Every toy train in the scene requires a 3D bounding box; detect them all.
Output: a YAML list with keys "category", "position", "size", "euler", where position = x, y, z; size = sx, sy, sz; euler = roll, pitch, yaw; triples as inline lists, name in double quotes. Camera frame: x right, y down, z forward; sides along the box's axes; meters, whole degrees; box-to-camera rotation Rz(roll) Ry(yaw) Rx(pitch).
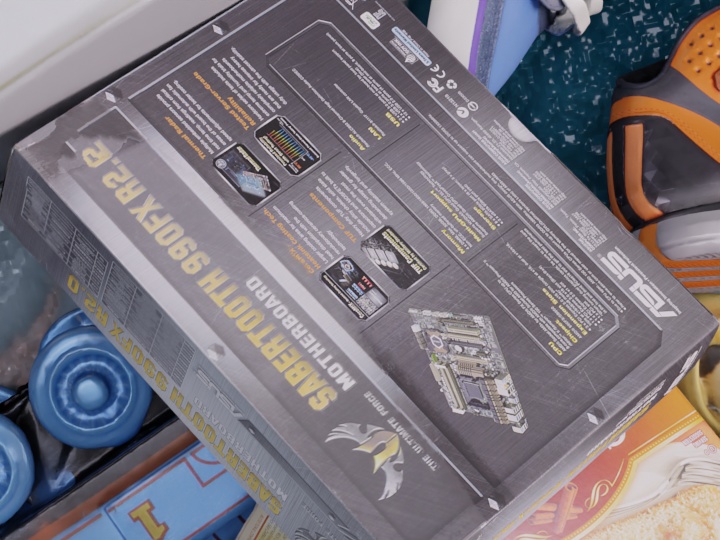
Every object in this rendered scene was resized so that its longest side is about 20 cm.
- category: "toy train"
  position: [-0.082, 0.068, 0.831]
  size: [0.200, 0.087, 0.114]
  euler: [-34, 99, -1]

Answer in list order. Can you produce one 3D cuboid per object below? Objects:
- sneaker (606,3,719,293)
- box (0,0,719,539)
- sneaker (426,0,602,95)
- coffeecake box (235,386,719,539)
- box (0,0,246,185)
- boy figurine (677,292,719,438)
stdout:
- category: "sneaker"
  position: [0.188, -0.055, 0.825]
  size: [0.199, 0.078, 0.113]
  euler: [-1, 72, -15]
- category: "box"
  position: [0.000, 0.000, 0.751]
  size: [0.158, 0.048, 0.200]
  euler: [-37, 75, -30]
- category: "sneaker"
  position: [0.116, -0.134, 0.822]
  size: [0.146, 0.081, 0.201]
  euler: [19, 85, 5]
- category: "coffeecake box"
  position: [0.078, 0.126, 0.772]
  size: [0.153, 0.073, 0.200]
  euler: [-29, 72, -31]
- category: "box"
  position: [-0.127, -0.141, 0.769]
  size: [0.200, 0.199, 0.172]
  euler: [-32, 90, 1]
- category: "boy figurine"
  position: [0.191, 0.083, 0.832]
  size: [0.124, 0.064, 0.200]
  euler: [-36, 93, 4]
